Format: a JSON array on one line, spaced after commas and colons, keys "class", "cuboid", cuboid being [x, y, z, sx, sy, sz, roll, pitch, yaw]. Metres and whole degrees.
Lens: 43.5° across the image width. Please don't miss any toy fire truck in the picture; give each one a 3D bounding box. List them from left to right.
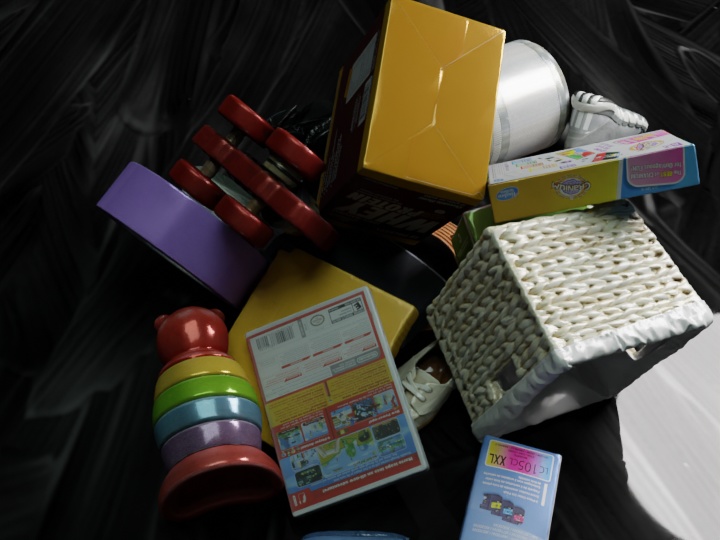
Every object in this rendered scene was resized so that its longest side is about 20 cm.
[{"class": "toy fire truck", "cuboid": [-0.095, -0.086, 0.981, 0.200, 0.168, 0.112, 38, 91, 33]}]

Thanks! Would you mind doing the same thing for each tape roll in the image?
[{"class": "tape roll", "cuboid": [-0.200, -0.038, 1.031, 0.200, 0.200, 0.066, 31, 81, 26]}]

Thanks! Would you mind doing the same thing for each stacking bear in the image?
[{"class": "stacking bear", "cuboid": [-0.158, 0.128, 0.903, 0.121, 0.114, 0.200, -11, 56, -11]}]

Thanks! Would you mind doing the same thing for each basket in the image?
[{"class": "basket", "cuboid": [0.204, 0.050, 0.925, 0.200, 0.198, 0.161, -12, 65, -25]}]

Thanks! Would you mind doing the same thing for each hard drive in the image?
[{"class": "hard drive", "cuboid": [0.000, 0.000, 1.055, 0.200, 0.042, 0.135, 32, 37, 16]}]

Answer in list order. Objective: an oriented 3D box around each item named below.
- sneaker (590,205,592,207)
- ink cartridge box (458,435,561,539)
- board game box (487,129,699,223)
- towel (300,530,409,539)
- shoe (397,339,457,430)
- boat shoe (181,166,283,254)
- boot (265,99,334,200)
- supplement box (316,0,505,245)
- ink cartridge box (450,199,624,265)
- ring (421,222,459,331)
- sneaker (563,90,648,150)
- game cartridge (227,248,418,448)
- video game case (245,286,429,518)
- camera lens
[{"class": "sneaker", "cuboid": [0.277, -0.081, 1.186, 0.199, 0.070, 0.094, 7, 51, 9]}, {"class": "ink cartridge box", "cuboid": [0.117, 0.267, 0.780, 0.076, 0.137, 0.200, 10, 45, 11]}, {"class": "board game box", "cuboid": [0.234, -0.101, 0.945, 0.199, 0.040, 0.153, -11, 12, 11]}, {"class": "towel", "cuboid": [-0.011, 0.322, 0.783, 0.111, 0.049, 0.200, 1, 45, 0]}, {"class": "shoe", "cuboid": [0.079, 0.111, 0.997, 0.070, 0.053, 0.200, 33, 52, 28]}, {"class": "boat shoe", "cuboid": [-0.138, -0.055, 1.138, 0.202, 0.065, 0.074, 33, 13, 0]}, {"class": "boot", "cuboid": [-0.022, -0.136, 1.164, 0.200, 0.168, 0.077, -6, 45, -9]}, {"class": "supplement box", "cuboid": [0.049, -0.156, 1.008, 0.132, 0.200, 0.198, 13, 75, -15]}, {"class": "ink cartridge box", "cuboid": [0.196, -0.055, 1.024, 0.147, 0.200, 0.076, -16, 73, -8]}, {"class": "ring", "cuboid": [0.057, -0.002, 1.124, 0.200, 0.019, 0.201, 4, 50, -5]}, {"class": "sneaker", "cuboid": [0.341, -0.183, 1.296, 0.075, 0.116, 0.200, 24, 11, 38]}, {"class": "game cartridge", "cuboid": [-0.059, 0.091, 0.963, 0.176, 0.032, 0.200, 27, 78, 23]}, {"class": "video game case", "cuboid": [-0.028, 0.130, 0.913, 0.143, 0.017, 0.200, -21, 66, 7]}, {"class": "camera lens", "cuboid": [0.179, -0.226, 1.267, 0.200, 0.160, 0.160, -23, 49, -23]}]
